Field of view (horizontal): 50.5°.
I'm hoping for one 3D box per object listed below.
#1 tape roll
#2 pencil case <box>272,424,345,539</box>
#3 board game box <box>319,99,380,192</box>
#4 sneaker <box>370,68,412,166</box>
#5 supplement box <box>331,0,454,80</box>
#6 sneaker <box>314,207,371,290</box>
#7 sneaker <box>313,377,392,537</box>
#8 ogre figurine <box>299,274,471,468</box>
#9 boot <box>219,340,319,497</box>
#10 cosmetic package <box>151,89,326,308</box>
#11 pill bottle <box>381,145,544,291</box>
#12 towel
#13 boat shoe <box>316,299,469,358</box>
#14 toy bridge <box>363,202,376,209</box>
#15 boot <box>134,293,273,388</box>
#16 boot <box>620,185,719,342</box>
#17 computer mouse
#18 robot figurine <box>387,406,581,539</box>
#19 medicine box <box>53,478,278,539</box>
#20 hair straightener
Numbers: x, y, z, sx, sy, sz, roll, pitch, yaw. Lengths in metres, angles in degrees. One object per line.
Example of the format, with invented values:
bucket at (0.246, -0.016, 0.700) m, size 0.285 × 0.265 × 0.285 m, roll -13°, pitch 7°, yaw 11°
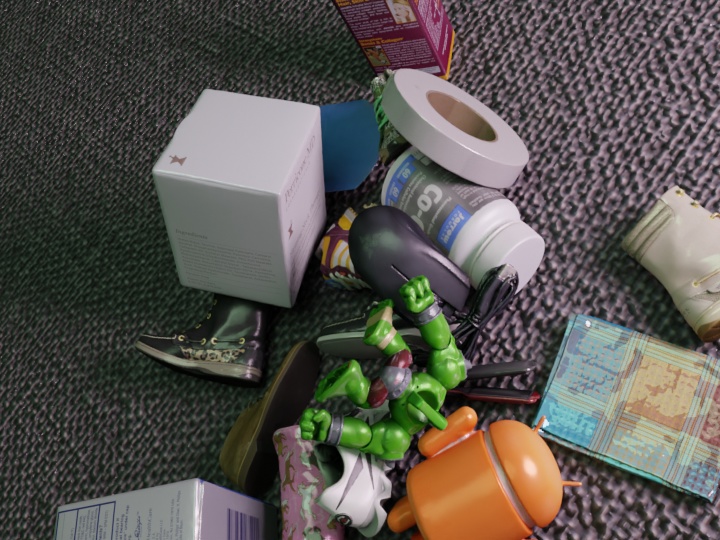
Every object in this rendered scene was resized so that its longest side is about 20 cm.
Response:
tape roll at (0.117, -0.179, 0.947) m, size 0.204 × 0.199 × 0.037 m, roll 54°, pitch 127°, yaw 33°
pencil case at (-0.060, 0.281, 0.885) m, size 0.084 × 0.083 × 0.205 m, roll -5°, pitch 64°, yaw 3°
board game box at (-0.051, -0.168, 1.114) m, size 0.195 × 0.039 × 0.162 m, roll -4°, pitch 59°, yaw 21°
sneaker at (0.038, -0.209, 1.011) m, size 0.076 × 0.089 × 0.202 m, roll -37°, pitch 21°, yaw 24°
supplement box at (0.048, -0.353, 1.051) m, size 0.108 × 0.200 × 0.088 m, roll 0°, pitch 66°, yaw 25°
sneaker at (0.000, 0.000, 0.973) m, size 0.090 × 0.075 × 0.201 m, roll -45°, pitch 30°, yaw 7°
sneaker at (-0.007, 0.189, 0.861) m, size 0.075 × 0.087 × 0.202 m, roll -53°, pitch 17°, yaw 34°
ogre figurine at (0.034, 0.120, 0.805) m, size 0.202 × 0.120 × 0.098 m, roll -55°, pitch 15°, yaw -24°
boot at (-0.119, 0.176, 0.972) m, size 0.074 × 0.073 × 0.204 m, roll 19°, pitch 78°, yaw 41°
cosmetic package at (-0.144, -0.091, 0.977) m, size 0.162 × 0.203 × 0.170 m, roll 11°, pitch 49°, yaw 10°
pill bottle at (0.124, -0.060, 0.933) m, size 0.114 × 0.114 × 0.200 m, roll -44°, pitch 56°, yaw 0°
towel at (0.295, 0.140, 0.815) m, size 0.196 × 0.022 × 0.150 m, roll 18°, pitch 77°, yaw 31°
boat shoe at (0.040, 0.065, 0.940) m, size 0.195 × 0.074 × 0.062 m, roll -9°, pitch 63°, yaw 18°
toy bridge at (0.047, -0.039, 0.957) m, size 0.027 × 0.067 × 0.200 m, roll -43°, pitch 39°, yaw 2°
boot at (-0.206, 0.070, 1.055) m, size 0.195 × 0.073 × 0.154 m, roll 8°, pitch 72°, yaw 24°
boot at (0.400, -0.040, 0.820) m, size 0.198 × 0.072 × 0.156 m, roll -37°, pitch 54°, yaw 6°
computer mouse at (0.065, 0.005, 0.841) m, size 0.198 × 0.053 × 0.140 m, roll 38°, pitch 107°, yaw 8°
robot figurine at (0.126, 0.236, 0.797) m, size 0.197 × 0.117 × 0.146 m, roll -31°, pitch 43°, yaw 10°
medicine box at (-0.220, 0.323, 0.881) m, size 0.195 × 0.182 × 0.106 m, roll -14°, pitch 61°, yaw 18°
hair straightener at (0.112, 0.111, 0.897) m, size 0.195 × 0.041 × 0.079 m, roll -1°, pitch 98°, yaw 31°
